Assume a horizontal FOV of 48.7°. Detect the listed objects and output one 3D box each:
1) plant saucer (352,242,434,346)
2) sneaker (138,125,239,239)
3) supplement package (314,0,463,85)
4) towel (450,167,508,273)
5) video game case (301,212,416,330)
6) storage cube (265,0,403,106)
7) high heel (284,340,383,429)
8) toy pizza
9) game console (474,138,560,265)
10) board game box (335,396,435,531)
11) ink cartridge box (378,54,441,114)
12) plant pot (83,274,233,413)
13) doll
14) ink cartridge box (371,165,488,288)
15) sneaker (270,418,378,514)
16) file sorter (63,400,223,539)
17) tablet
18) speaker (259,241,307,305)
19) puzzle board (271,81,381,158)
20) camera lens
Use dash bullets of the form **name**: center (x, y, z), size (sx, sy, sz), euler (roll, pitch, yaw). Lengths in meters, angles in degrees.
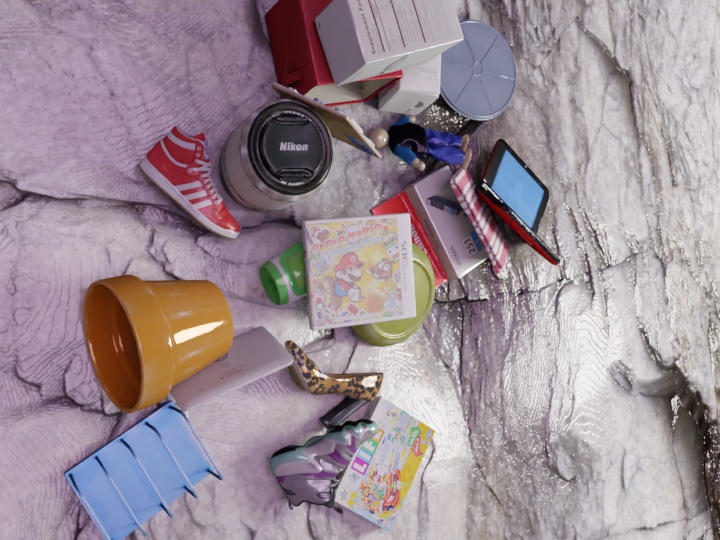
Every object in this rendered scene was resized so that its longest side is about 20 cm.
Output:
- **plant saucer**: center (0.067, 0.048, 1.455), size (0.197, 0.031, 0.204), euler (-12, 112, -33)
- **sneaker**: center (-0.257, -0.150, 1.319), size (0.199, 0.071, 0.113), euler (40, 98, -15)
- **supplement package**: center (0.046, -0.390, 1.283), size (0.197, 0.116, 0.120), euler (-21, 94, -27)
- **towel**: center (0.228, -0.099, 1.529), size (0.030, 0.146, 0.202), euler (-27, 96, 18)
- **video game case**: center (0.000, 0.000, 1.374), size (0.196, 0.023, 0.186), euler (-6, 94, -21)
- **storage cube**: center (-0.051, -0.397, 1.396), size (0.196, 0.170, 0.184), euler (-11, 90, -25)
- **high heel**: center (-0.046, 0.170, 1.406), size (0.142, 0.071, 0.202), euler (-37, 117, -16)
- **toy pizza**: center (0.228, -0.402, 1.602), size (0.196, 0.032, 0.205), euler (1, 86, -24)
- **game console**: center (0.329, -0.135, 1.562), size (0.199, 0.173, 0.119), euler (37, 98, -34)
- **board game box**: center (0.039, 0.352, 1.457), size (0.133, 0.034, 0.203), euler (32, 74, -19)
- **ink cartridge box**: center (0.092, -0.407, 1.472), size (0.086, 0.145, 0.205), euler (2, 86, -13)
- **plant pot**: center (-0.305, 0.096, 1.243), size (0.181, 0.198, 0.204), euler (-16, 93, -39)
- **doll**: center (0.111, -0.239, 1.510), size (0.196, 0.049, 0.139), euler (8, 52, -13)
- **ink cartridge box**: center (0.139, -0.072, 1.530), size (0.175, 0.045, 0.203), euler (-32, 99, -24)
- **sneaker**: center (-0.045, 0.349, 1.373), size (0.197, 0.078, 0.142), euler (-22, 91, 3)
- **file sorter**: center (-0.334, 0.322, 1.239), size (0.198, 0.122, 0.140), euler (-33, 99, -22)
- **tablet**: center (-0.222, 0.156, 1.305), size (0.197, 0.130, 0.014), euler (-22, 124, -25)
- **speaker**: center (-0.076, -0.014, 1.404), size (0.198, 0.088, 0.090), euler (-27, 97, -24)
- **puzzle board**: center (-0.051, -0.254, 1.346), size (0.149, 0.200, 0.018), euler (27, 89, 20)
- **camera lens**: center (-0.143, -0.185, 1.322), size (0.157, 0.199, 0.164), euler (2, 86, -24)
